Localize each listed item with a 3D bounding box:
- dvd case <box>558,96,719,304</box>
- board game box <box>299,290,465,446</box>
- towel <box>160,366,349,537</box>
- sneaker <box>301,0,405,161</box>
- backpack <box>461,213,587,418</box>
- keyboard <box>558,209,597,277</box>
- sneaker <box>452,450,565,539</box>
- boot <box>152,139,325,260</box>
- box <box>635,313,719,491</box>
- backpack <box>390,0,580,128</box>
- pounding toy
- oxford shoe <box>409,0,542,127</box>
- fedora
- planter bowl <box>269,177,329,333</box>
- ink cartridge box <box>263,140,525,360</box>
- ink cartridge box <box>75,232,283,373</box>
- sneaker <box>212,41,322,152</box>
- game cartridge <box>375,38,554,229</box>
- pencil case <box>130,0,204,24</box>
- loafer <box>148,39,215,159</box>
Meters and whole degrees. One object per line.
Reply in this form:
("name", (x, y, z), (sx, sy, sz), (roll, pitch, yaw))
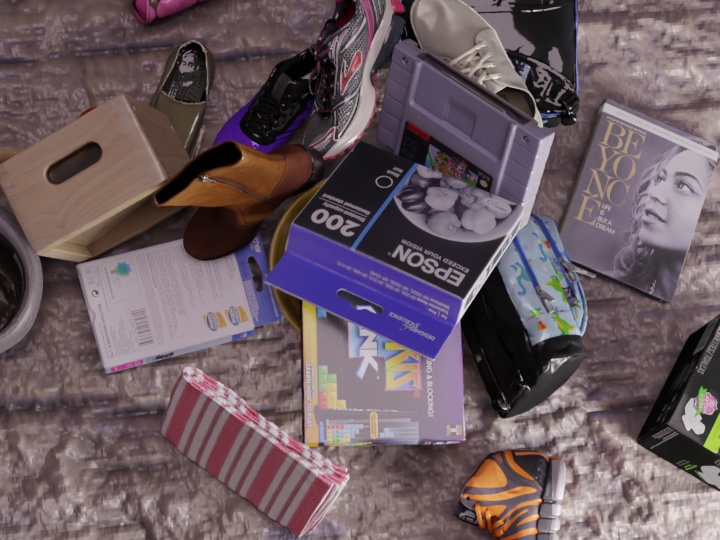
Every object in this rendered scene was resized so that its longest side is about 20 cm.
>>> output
("dvd case", (0.313, -0.080, 1.794), (0.148, 0.016, 0.200), (23, 73, -7))
("board game box", (0.020, 0.079, 1.625), (0.165, 0.057, 0.201), (-2, 80, -3))
("towel", (-0.113, 0.185, 1.621), (0.200, 0.146, 0.030), (36, 55, 4))
("sneaker", (-0.024, -0.210, 1.684), (0.075, 0.081, 0.200), (24, 80, -38))
("backpack", (0.165, 0.031, 1.695), (0.154, 0.163, 0.200), (-28, 73, -21))
("keyboard", (0.271, -0.090, 1.804), (0.056, 0.011, 0.200), (22, 73, 0))
("sneaker", (0.149, 0.285, 1.663), (0.112, 0.078, 0.200), (9, 63, 0))
("boot", (-0.145, -0.065, 1.591), (0.188, 0.200, 0.069), (-27, 83, 23))
("box", (0.426, 0.163, 1.693), (0.200, 0.124, 0.149), (31, 74, 2))
("backpack", (0.133, -0.243, 1.758), (0.199, 0.147, 0.184), (3, 81, -5))
("pounding toy", (-0.295, -0.100, 1.629), (0.200, 0.184, 0.142), (-29, 83, 7))
("oxford shoe", (0.124, -0.210, 1.656), (0.075, 0.058, 0.200), (-35, 88, 7))
("fedora", (-0.430, 0.007, 1.658), (0.200, 0.090, 0.177), (28, 76, -7))
("planter bowl", (0.000, 0.000, 1.708), (0.200, 0.083, 0.201), (1, 80, -5))
("ink cartridge box", (0.035, -0.026, 1.594), (0.198, 0.043, 0.200), (24, 53, 17))
("ink cartridge box", (-0.194, 0.028, 1.706), (0.199, 0.042, 0.120), (-15, 76, -7))
("sneaker", (-0.093, -0.182, 1.741), (0.070, 0.100, 0.200), (41, 74, 8))
("game cartridge", (0.103, -0.139, 1.654), (0.200, 0.130, 0.038), (36, 42, 25))
("pencil case", (-0.175, -0.357, 1.789), (0.200, 0.091, 0.094), (-28, 115, -15))
("loafer", (-0.207, -0.167, 1.741), (0.075, 0.070, 0.201), (10, 74, -3))
